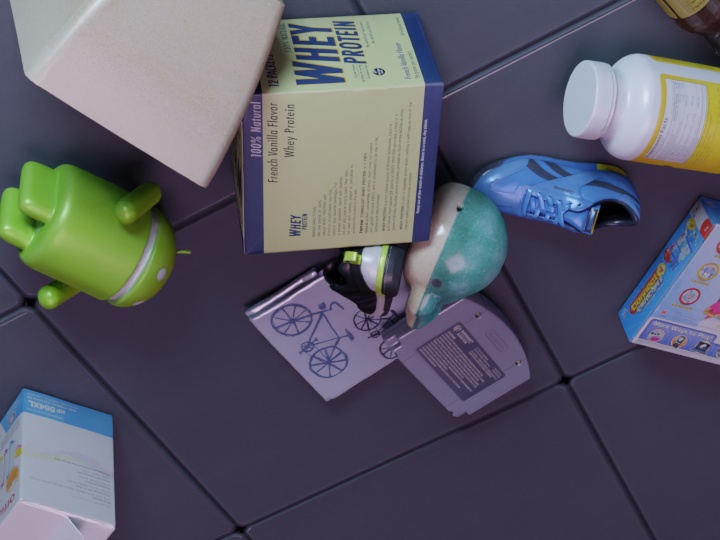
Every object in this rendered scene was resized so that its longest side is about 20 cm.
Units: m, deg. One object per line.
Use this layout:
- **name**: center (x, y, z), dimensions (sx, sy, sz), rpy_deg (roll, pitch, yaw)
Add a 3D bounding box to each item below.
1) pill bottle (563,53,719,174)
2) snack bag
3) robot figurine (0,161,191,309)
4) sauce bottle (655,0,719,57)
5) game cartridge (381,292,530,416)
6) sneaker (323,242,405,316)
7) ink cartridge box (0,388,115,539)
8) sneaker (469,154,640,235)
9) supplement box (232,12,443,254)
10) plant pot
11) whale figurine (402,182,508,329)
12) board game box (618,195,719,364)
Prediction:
- **pill bottle**: center (0.323, -0.170, 1.439), dimensions (0.197, 0.113, 0.113), rpy_deg (7, 129, -17)
- **snack bag**: center (-0.011, 0.057, 1.624), dimensions (0.199, 0.022, 0.189), rpy_deg (-32, 130, 11)
- **robot figurine**: center (-0.281, -0.036, 1.424), dimensions (0.199, 0.116, 0.175), rpy_deg (28, 122, -31)
- **sauce bottle**: center (0.333, -0.288, 1.374), dimensions (0.064, 0.065, 0.199), rpy_deg (-37, 129, 20)
- **game cartridge**: center (0.128, 0.099, 1.665), dimensions (0.132, 0.042, 0.200), rpy_deg (-35, 134, 8)
- **sneaker**: center (0.000, 0.000, 1.482), dimensions (0.082, 0.073, 0.200), rpy_deg (10, 166, -2)
- **ink cartridge box**: center (-0.377, 0.270, 1.608), dimensions (0.124, 0.201, 0.129), rpy_deg (23, 122, -28)
- **sneaker**: center (0.223, -0.081, 1.519), dimensions (0.197, 0.079, 0.066), rpy_deg (2, 132, -12)
- **supplement box**: center (-0.031, -0.140, 1.375), dimensions (0.197, 0.135, 0.202), rpy_deg (-5, 131, -8)
- **plant pot**: center (-0.184, -0.233, 1.237), dimensions (0.199, 0.201, 0.177), rpy_deg (31, 107, -32)
- **whale figurine**: center (0.104, -0.005, 1.507), dimensions (0.103, 0.160, 0.201), rpy_deg (22, 144, 6)
- **board game box**: center (0.455, 0.022, 1.668), dimensions (0.198, 0.056, 0.197), rpy_deg (14, 125, -23)
